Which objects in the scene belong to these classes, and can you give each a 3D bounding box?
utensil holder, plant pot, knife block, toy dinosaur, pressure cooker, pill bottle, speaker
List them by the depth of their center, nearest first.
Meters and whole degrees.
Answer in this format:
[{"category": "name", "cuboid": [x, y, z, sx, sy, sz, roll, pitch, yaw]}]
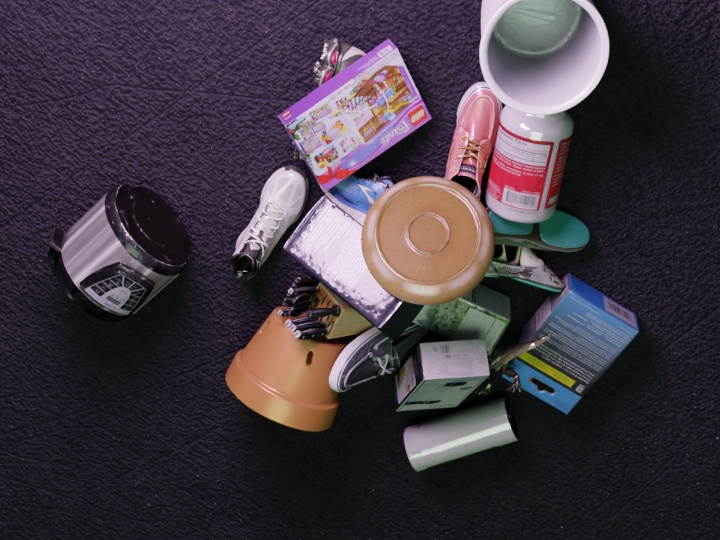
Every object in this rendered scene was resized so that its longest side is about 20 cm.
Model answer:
[{"category": "utensil holder", "cuboid": [0.244, -0.332, 1.490, 0.166, 0.201, 0.173, 2, 122, 3]}, {"category": "plant pot", "cuboid": [0.098, -0.050, 1.578, 0.196, 0.204, 0.028, 4, 160, 3]}, {"category": "pill bottle", "cuboid": [0.255, -0.183, 1.625, 0.110, 0.113, 0.203, 8, 120, 0]}, {"category": "pressure cooker", "cuboid": [-0.389, -0.017, 1.744, 0.199, 0.178, 0.178, -37, 81, 23]}, {"category": "knife block", "cuboid": [-0.032, 0.071, 1.759, 0.197, 0.177, 0.065, 25, 121, -10]}, {"category": "toy dinosaur", "cuboid": [0.229, 0.160, 1.805, 0.198, 0.090, 0.047, -16, 154, 42]}, {"category": "plant pot", "cuboid": [-0.108, 0.155, 1.818, 0.197, 0.200, 0.142, 24, 103, -9]}, {"category": "speaker", "cuboid": [0.179, 0.288, 1.923, 0.197, 0.082, 0.082, -20, 117, 15]}]

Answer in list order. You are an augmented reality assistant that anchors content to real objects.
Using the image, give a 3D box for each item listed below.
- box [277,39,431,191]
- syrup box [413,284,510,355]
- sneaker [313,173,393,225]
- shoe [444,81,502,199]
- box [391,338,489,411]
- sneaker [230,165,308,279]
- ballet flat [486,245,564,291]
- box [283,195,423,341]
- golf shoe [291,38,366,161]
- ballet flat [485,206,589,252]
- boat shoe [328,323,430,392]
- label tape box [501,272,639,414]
[{"category": "box", "cuboid": [-0.006, -0.227, 1.609, 0.198, 0.039, 0.138, -34, 130, -1]}, {"category": "syrup box", "cuboid": [0.142, 0.053, 1.789, 0.197, 0.082, 0.080, 24, 119, -7]}, {"category": "sneaker", "cuboid": [0.005, -0.126, 1.712, 0.199, 0.079, 0.089, 39, 99, -16]}, {"category": "shoe", "cuboid": [0.169, -0.176, 1.648, 0.070, 0.092, 0.203, 12, 120, -3]}, {"category": "box", "cuboid": [0.130, 0.175, 1.797, 0.114, 0.061, 0.200, -2, 159, -14]}, {"category": "sneaker", "cuboid": [-0.144, -0.063, 1.726, 0.075, 0.116, 0.202, 27, 118, -11]}, {"category": "ballet flat", "cuboid": [0.238, -0.014, 1.755, 0.196, 0.072, 0.073, 10, 121, -2]}, {"category": "box", "cuboid": [0.000, 0.000, 1.663, 0.199, 0.148, 0.105, 39, 88, 17]}, {"category": "golf shoe", "cuboid": [-0.046, -0.245, 1.639, 0.087, 0.078, 0.202, 17, 121, -14]}, {"category": "ballet flat", "cuboid": [0.266, -0.066, 1.721, 0.196, 0.069, 0.064, 8, 167, -21]}, {"category": "boat shoe", "cuboid": [0.036, 0.139, 1.788, 0.067, 0.199, 0.073, 31, 144, 37]}, {"category": "label tape box", "cuboid": [0.347, 0.124, 1.822, 0.143, 0.064, 0.201, 30, 118, -11]}]
